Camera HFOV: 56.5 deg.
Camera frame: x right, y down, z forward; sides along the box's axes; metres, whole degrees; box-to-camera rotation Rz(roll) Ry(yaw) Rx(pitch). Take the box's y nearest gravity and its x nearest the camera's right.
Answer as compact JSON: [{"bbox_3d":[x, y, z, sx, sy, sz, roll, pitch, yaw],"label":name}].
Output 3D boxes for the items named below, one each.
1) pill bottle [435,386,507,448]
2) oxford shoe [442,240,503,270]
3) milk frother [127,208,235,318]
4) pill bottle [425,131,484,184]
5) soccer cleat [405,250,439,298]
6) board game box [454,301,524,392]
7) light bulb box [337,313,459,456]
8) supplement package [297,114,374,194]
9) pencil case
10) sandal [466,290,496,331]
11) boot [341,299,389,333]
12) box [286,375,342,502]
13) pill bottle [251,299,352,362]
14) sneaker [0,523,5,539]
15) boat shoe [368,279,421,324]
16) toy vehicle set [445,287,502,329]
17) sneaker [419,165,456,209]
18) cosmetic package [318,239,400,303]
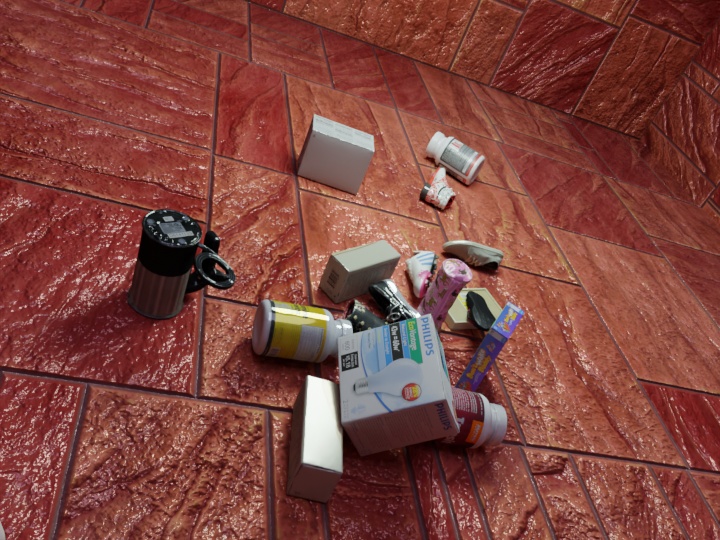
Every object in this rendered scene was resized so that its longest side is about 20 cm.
[{"bbox_3d":[0.197,0.300,1.380,0.196,0.114,0.114,15,35,-15],"label":"pill bottle"},{"bbox_3d":[0.334,-0.044,1.983,0.195,0.075,0.059,13,71,-16],"label":"oxford shoe"},{"bbox_3d":[-0.353,0.018,1.322,0.177,0.190,0.202,4,39,-27],"label":"milk frother"},{"bbox_3d":[0.340,-0.410,2.422,0.198,0.117,0.116,35,35,13],"label":"pill bottle"},{"bbox_3d":[0.153,0.009,1.796,0.084,0.071,0.201,13,30,11],"label":"soccer cleat"},{"bbox_3d":[0.290,0.184,1.520,0.044,0.203,0.134,32,34,13],"label":"board game box"},{"bbox_3d":[0.068,0.217,1.277,0.195,0.126,0.201,-15,46,10],"label":"light bulb box"},{"bbox_3d":[-0.075,-0.349,2.026,0.196,0.158,0.112,17,33,-13],"label":"supplement package"},{"bbox_3d":[0.195,0.065,1.615,0.081,0.202,0.087,-7,46,-37],"label":"pencil case"},{"bbox_3d":[0.304,0.115,1.724,0.074,0.046,0.201,27,19,-9],"label":"sandal"},{"bbox_3d":[0.027,0.159,1.461,0.153,0.074,0.205,36,24,-16],"label":"boot"},{"bbox_3d":[-0.081,0.301,1.213,0.076,0.096,0.202,16,36,-13],"label":"box"},{"bbox_3d":[-0.120,0.130,1.396,0.196,0.113,0.113,11,36,-22],"label":"pill bottle"},{"bbox_3d":[-0.556,0.320,0.887,0.199,0.076,0.104,39,35,11],"label":"sneaker"},{"bbox_3d":[0.085,0.102,1.608,0.067,0.074,0.201,-12,56,-32],"label":"boat shoe"},{"bbox_3d":[0.290,0.100,1.788,0.196,0.027,0.125,0,42,-33],"label":"toy vehicle set"},{"bbox_3d":[0.275,-0.272,2.242,0.107,0.068,0.202,31,37,6],"label":"sneaker"},{"bbox_3d":[0.000,0.000,1.660,0.073,0.105,0.198,42,36,25],"label":"cosmetic package"}]
